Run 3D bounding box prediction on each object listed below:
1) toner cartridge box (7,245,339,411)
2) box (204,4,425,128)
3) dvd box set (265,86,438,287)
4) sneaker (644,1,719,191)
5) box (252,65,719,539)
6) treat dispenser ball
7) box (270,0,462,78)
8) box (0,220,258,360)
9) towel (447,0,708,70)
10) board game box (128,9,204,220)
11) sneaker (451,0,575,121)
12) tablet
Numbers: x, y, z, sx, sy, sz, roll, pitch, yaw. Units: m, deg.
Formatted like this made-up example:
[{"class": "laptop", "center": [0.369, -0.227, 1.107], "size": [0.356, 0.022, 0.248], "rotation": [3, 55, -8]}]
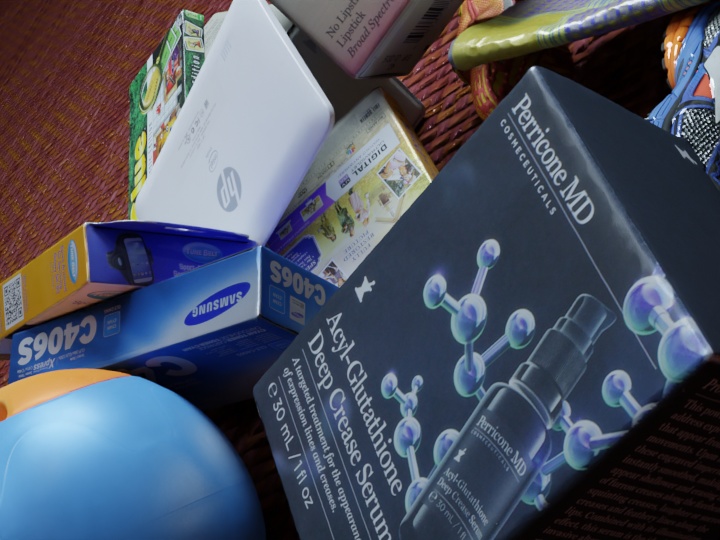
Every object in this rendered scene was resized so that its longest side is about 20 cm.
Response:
[{"class": "toner cartridge box", "center": [-0.104, 0.046, 0.763], "size": [0.198, 0.095, 0.044], "rotation": [-19, 61, 33]}, {"class": "box", "center": [-0.064, -0.126, 1.031], "size": [0.109, 0.128, 0.199], "rotation": [-55, 26, -10]}, {"class": "dvd box set", "center": [0.000, 0.000, 0.792], "size": [0.146, 0.029, 0.201], "rotation": [-42, 46, 16]}, {"class": "sneaker", "center": [0.186, -0.074, 0.630], "size": [0.078, 0.075, 0.201], "rotation": [-23, 38, 37]}, {"class": "box", "center": [0.067, 0.052, 0.521], "size": [0.200, 0.106, 0.149], "rotation": [-49, 44, 26]}, {"class": "treat dispenser ball", "center": [-0.149, 0.154, 0.702], "size": [0.200, 0.201, 0.202], "rotation": [-37, 28, 24]}, {"class": "box", "center": [-0.019, -0.238, 0.853], "size": [0.128, 0.200, 0.109], "rotation": [-51, -10, 21]}, {"class": "box", "center": [-0.151, 0.017, 0.813], "size": [0.199, 0.118, 0.042], "rotation": [-23, 68, 49]}, {"class": "towel", "center": [0.156, -0.161, 0.756], "size": [0.199, 0.023, 0.143], "rotation": [-8, 17, 44]}, {"class": "board game box", "center": [-0.144, -0.084, 0.977], "size": [0.105, 0.023, 0.202], "rotation": [-45, 42, 46]}, {"class": "sneaker", "center": [0.097, -0.140, 0.882], "size": [0.077, 0.073, 0.201], "rotation": [-52, 14, 32]}, {"class": "tablet", "center": [-0.087, -0.067, 0.837], "size": [0.131, 0.014, 0.201], "rotation": [59, 133, 31]}]
